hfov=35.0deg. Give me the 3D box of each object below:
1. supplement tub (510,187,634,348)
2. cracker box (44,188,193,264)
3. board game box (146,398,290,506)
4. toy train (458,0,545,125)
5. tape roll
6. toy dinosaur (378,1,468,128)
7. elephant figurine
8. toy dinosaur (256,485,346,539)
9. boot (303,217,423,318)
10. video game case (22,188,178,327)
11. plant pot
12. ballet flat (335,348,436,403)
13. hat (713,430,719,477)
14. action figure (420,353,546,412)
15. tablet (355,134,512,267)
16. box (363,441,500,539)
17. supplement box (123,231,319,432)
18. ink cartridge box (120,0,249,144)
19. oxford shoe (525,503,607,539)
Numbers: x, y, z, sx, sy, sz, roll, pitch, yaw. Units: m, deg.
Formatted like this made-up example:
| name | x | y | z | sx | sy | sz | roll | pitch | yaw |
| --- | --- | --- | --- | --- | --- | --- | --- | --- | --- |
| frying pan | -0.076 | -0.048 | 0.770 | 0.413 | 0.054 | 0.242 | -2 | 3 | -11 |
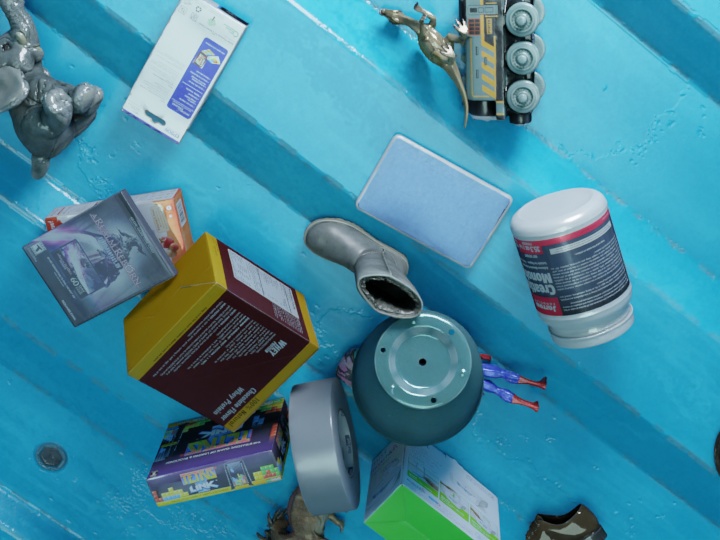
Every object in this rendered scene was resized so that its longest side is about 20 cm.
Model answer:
| name | x | y | z | sx | sy | sz | roll | pitch | yaw |
| --- | --- | --- | --- | --- | --- | --- | --- | --- | --- |
| supplement tub | 0.305 | -0.004 | 1.632 | 0.140 | 0.140 | 0.200 | -17 | 108 | 9 |
| cracker box | -0.353 | -0.038 | 1.701 | 0.200 | 0.058 | 0.134 | -9 | 110 | 7 |
| board game box | -0.212 | 0.277 | 1.754 | 0.200 | 0.165 | 0.057 | -14 | 109 | 8 |
| toy train | 0.193 | -0.297 | 1.564 | 0.114 | 0.085 | 0.200 | 3 | 114 | 16 |
| tape roll | -0.052 | 0.265 | 1.722 | 0.066 | 0.200 | 0.200 | -11 | 110 | 7 |
| toy dinosaur | 0.112 | -0.299 | 1.558 | 0.058 | 0.101 | 0.200 | -39 | 91 | -17 |
| elephant figurine | -0.472 | -0.265 | 1.601 | 0.200 | 0.155 | 0.142 | 39 | 151 | 0 |
| toy dinosaur | -0.091 | 0.391 | 1.838 | 0.135 | 0.086 | 0.200 | 17 | 105 | 4 |
| boot | 0.000 | -0.002 | 1.618 | 0.182 | 0.200 | 0.073 | 19 | 110 | -4 |
| video game case | -0.379 | -0.015 | 1.655 | 0.200 | 0.019 | 0.143 | -25 | 103 | 26 |
| plant pot | 0.086 | 0.141 | 1.630 | 0.200 | 0.188 | 0.200 | 0 | 76 | 0 |
| ballet flat | 0.047 | 0.198 | 1.769 | 0.200 | 0.069 | 0.071 | 36 | 127 | -6 |
| hat | 0.653 | 0.294 | 1.755 | 0.200 | 0.081 | 0.201 | 1 | 110 | 3 |
| action figure | 0.181 | 0.161 | 1.751 | 0.200 | 0.052 | 0.065 | 17 | 105 | 2 |
| tablet | 0.107 | -0.100 | 1.675 | 0.200 | 0.014 | 0.130 | 28 | 110 | -6 |
| box | 0.115 | 0.367 | 1.763 | 0.200 | 0.176 | 0.097 | 39 | 109 | -11 |
| supplement box | -0.205 | 0.093 | 1.670 | 0.200 | 0.133 | 0.197 | 34 | 110 | -32 |
| ink cartridge box | -0.248 | -0.287 | 1.612 | 0.099 | 0.039 | 0.200 | 32 | 108 | -9 |
| oxford shoe | 0.289 | 0.436 | 1.845 | 0.200 | 0.073 | 0.084 | -31 | 91 | 11 |
